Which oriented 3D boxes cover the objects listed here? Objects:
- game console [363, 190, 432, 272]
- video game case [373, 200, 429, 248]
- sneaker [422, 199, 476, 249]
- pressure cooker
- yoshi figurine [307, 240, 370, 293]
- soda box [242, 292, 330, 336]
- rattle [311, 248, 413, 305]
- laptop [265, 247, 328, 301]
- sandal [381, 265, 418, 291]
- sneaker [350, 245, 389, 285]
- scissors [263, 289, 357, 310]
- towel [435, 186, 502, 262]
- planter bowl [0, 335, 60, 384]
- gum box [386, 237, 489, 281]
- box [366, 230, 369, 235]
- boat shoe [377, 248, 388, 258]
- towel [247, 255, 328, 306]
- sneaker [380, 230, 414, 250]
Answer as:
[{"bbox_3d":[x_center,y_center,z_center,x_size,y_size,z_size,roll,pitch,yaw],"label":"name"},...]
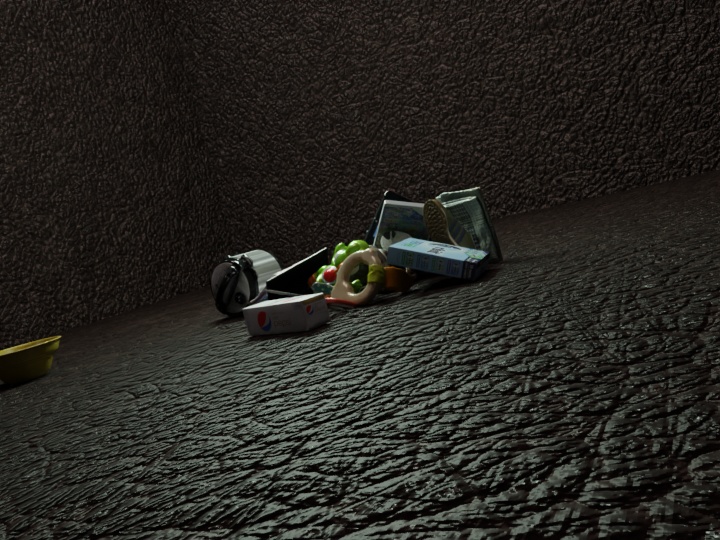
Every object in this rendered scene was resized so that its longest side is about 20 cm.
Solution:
[{"bbox_3d":[0.114,-0.103,1.830,0.177,0.200,0.031,26,-12,-10],"label":"game console"},{"bbox_3d":[0.114,-0.099,1.730,0.143,0.200,0.018,5,46,-8],"label":"video game case"},{"bbox_3d":[0.231,-0.087,1.633,0.090,0.201,0.067,-7,-25,-46],"label":"sneaker"},{"bbox_3d":[-0.338,0.036,1.912,0.178,0.176,0.200,-9,8,34],"label":"pressure cooker"},{"bbox_3d":[-0.039,-0.007,1.604,0.112,0.112,0.200,25,-44,-23],"label":"yoshi figurine"},{"bbox_3d":[-0.157,0.093,1.367,0.200,0.064,0.068,-9,7,44],"label":"soda box"},{"bbox_3d":[-0.003,0.041,1.520,0.200,0.130,0.143,-41,-21,27],"label":"rattle"},{"bbox_3d":[-0.188,0.025,1.713,0.187,0.200,0.116,-31,53,-26],"label":"laptop"},{"bbox_3d":[0.090,0.012,1.644,0.082,0.055,0.200,-12,5,22],"label":"sandal"},{"bbox_3d":[0.000,0.000,1.677,0.070,0.076,0.200,-23,-8,-43],"label":"sneaker"},{"bbox_3d":[-0.103,0.058,1.396,0.200,0.014,0.073,16,-15,-26],"label":"scissors"},{"bbox_3d":[0.268,-0.109,1.669,0.034,0.200,0.192,-23,9,-24],"label":"towel"},{"bbox_3d":[-0.847,0.233,1.645,0.200,0.084,0.200,-15,5,1],"label":"planter bowl"},{"bbox_3d":[0.181,-0.028,1.495,0.200,0.045,0.170,11,12,18],"label":"gum box"},{"bbox_3d":[0.139,-0.071,1.919,0.200,0.149,0.107,-16,5,-20],"label":"box"},{"bbox_3d":[0.031,-0.012,1.736,0.061,0.072,0.201,-29,-6,-33],"label":"boat shoe"},{"bbox_3d":[-0.203,0.029,1.822,0.200,0.032,0.191,-28,-10,-46],"label":"towel"},{"bbox_3d":[0.156,-0.044,1.721,0.199,0.080,0.130,14,-1,19],"label":"sneaker"}]
